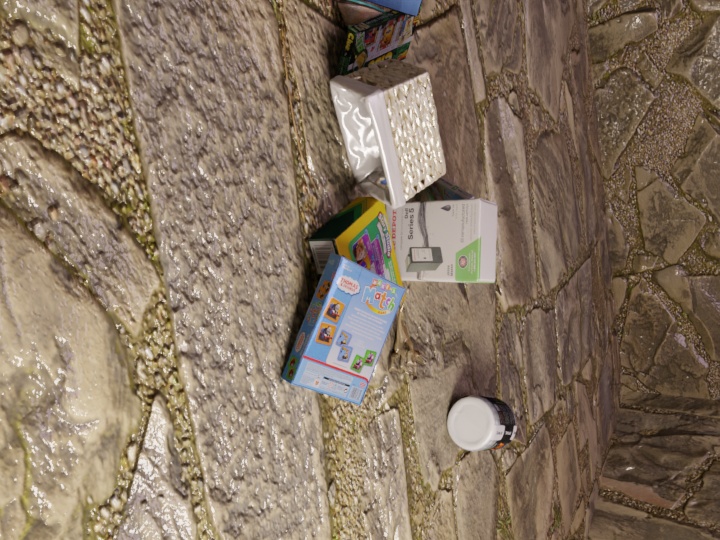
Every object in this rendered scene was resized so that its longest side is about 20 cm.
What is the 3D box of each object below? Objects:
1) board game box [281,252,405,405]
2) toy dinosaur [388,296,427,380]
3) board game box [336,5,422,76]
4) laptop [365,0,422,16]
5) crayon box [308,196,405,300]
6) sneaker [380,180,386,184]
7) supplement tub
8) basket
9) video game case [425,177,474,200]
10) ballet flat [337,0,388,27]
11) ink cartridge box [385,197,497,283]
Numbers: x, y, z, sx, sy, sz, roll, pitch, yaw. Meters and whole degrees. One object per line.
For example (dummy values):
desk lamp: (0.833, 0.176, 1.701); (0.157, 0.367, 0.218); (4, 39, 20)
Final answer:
board game box: (-0.022, 0.094, 1.031); (0.150, 0.036, 0.202); (26, 85, -40)
toy dinosaur: (0.083, 0.146, 1.289); (0.201, 0.057, 0.102); (66, 24, -47)
board game box: (0.032, -0.384, 1.127); (0.200, 0.023, 0.105); (-40, 161, -41)
laptop: (0.022, -0.516, 1.023); (0.199, 0.115, 0.190); (-16, 129, -54)
crayon box: (0.000, 0.000, 1.126); (0.173, 0.058, 0.203); (-46, 129, -50)
sneaker: (0.060, -0.256, 1.192); (0.075, 0.087, 0.203); (-18, 107, -59)
supplement tub: (0.293, 0.359, 1.560); (0.199, 0.121, 0.125); (21, 73, -56)
basket: (0.049, -0.229, 1.080); (0.122, 0.135, 0.202); (-29, 127, -17)
video game case: (0.200, -0.095, 1.366); (0.022, 0.182, 0.202); (-29, 124, -11)
ballet flat: (0.022, -0.422, 1.150); (0.199, 0.067, 0.068); (-18, 122, -57)
ink cartridge box: (0.146, -0.053, 1.233); (0.084, 0.198, 0.148); (3, 88, -56)
